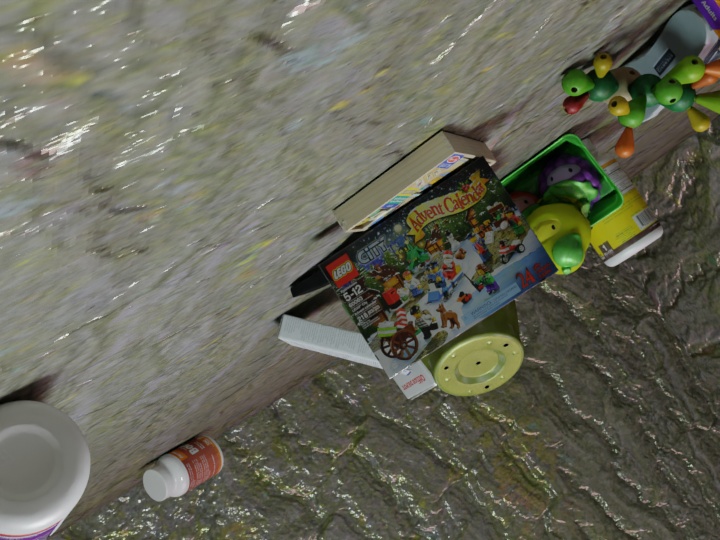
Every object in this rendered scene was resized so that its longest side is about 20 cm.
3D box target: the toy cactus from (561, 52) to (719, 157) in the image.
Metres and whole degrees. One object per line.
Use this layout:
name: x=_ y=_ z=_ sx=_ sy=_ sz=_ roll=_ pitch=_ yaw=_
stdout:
toy cactus: x=0.296 y=-0.181 z=0.954 sx=0.199 sy=0.103 sz=0.165 roll=-6 pitch=-165 yaw=-9

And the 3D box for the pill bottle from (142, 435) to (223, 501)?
pill bottle: x=-0.453 y=0.507 z=2.311 sx=0.112 sy=0.112 sz=0.200 roll=-38 pitch=171 yaw=35

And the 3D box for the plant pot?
plant pot: x=0.140 y=0.067 z=1.291 sx=0.199 sy=0.193 sz=0.201 roll=-9 pitch=135 yaw=-9

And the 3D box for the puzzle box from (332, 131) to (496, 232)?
puzzle box: x=0.062 y=-0.088 z=0.927 sx=0.133 sy=0.025 sz=0.200 roll=-36 pitch=172 yaw=19

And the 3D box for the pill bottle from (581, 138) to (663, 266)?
pill bottle: x=0.399 y=-0.115 z=1.490 sx=0.109 sy=0.200 sz=0.109 roll=-32 pitch=173 yaw=-5

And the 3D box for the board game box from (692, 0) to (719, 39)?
board game box: x=0.487 y=-0.269 z=0.849 sx=0.199 sy=0.200 sz=0.200 roll=-31 pitch=173 yaw=-16

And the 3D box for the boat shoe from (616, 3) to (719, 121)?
boat shoe: x=0.368 y=-0.240 z=1.037 sx=0.091 sy=0.071 sz=0.200 roll=-25 pitch=168 yaw=-22

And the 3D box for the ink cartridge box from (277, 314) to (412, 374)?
ink cartridge box: x=-0.017 y=0.114 z=1.368 sx=0.196 sy=0.199 sz=0.044 roll=84 pitch=19 yaw=-82

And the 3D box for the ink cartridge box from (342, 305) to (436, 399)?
ink cartridge box: x=0.071 y=0.098 z=1.486 sx=0.084 sy=0.200 sz=0.145 roll=-34 pitch=174 yaw=-21

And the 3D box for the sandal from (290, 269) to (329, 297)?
sandal: x=0.000 y=0.000 z=1.069 sx=0.200 sy=0.045 sz=0.075 roll=-30 pitch=170 yaw=36

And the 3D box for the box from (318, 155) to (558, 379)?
box: x=0.077 y=-0.002 z=0.912 sx=0.200 sy=0.137 sz=0.038 roll=-34 pitch=175 yaw=6

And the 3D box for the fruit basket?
fruit basket: x=0.274 y=-0.084 z=1.329 sx=0.215 sy=0.156 sz=0.216 roll=-39 pitch=-174 yaw=5

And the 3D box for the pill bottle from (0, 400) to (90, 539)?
pill bottle: x=-0.318 y=0.196 z=0.835 sx=0.112 sy=0.113 sz=0.200 roll=-28 pitch=172 yaw=-32
